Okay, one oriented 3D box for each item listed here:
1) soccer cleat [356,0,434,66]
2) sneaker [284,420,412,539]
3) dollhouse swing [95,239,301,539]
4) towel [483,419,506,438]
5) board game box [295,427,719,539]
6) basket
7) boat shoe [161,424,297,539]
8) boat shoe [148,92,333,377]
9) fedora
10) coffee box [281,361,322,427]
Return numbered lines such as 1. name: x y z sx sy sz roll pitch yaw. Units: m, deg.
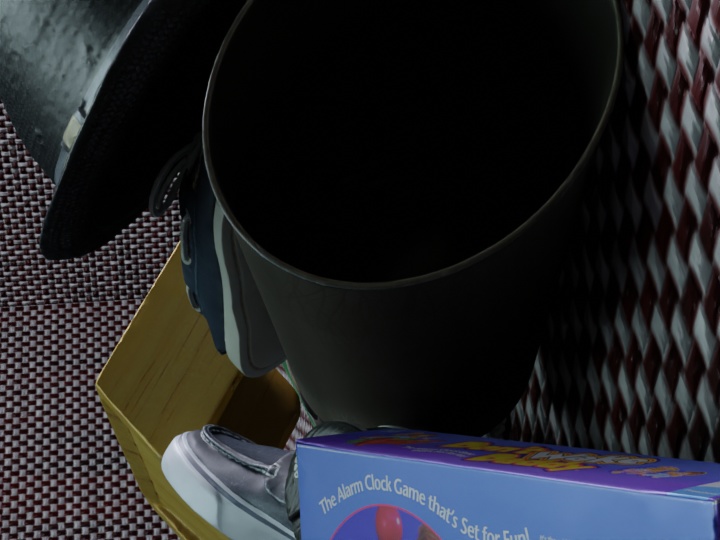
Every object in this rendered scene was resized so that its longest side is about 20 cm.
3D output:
1. soccer cleat: 0.000 -0.116 0.675 0.200 0.085 0.069 -47 60 43
2. sneaker: 0.071 0.126 0.601 0.201 0.115 0.076 47 118 32
3. dollhouse swing: -0.042 0.098 0.928 0.182 0.175 0.200 -61 -14 -23
4. towel: 0.000 0.000 0.852 0.166 0.085 0.201 -167 63 -81
5. board game box: 0.053 0.122 0.475 0.200 0.045 0.135 -1 92 57
6. basket: 0.021 -0.017 0.633 0.181 0.136 0.200 -59 -16 -27
7. boat shoe: -0.002 0.101 0.752 0.071 0.200 0.091 13 -77 -59
8. boat shoe: -0.052 -0.032 0.711 0.062 0.075 0.200 39 154 24
9. fedora: -0.104 -0.102 0.674 0.201 0.092 0.201 -53 -3 -3
10. coffee box: -0.012 0.072 1.007 0.200 0.044 0.123 62 168 12
